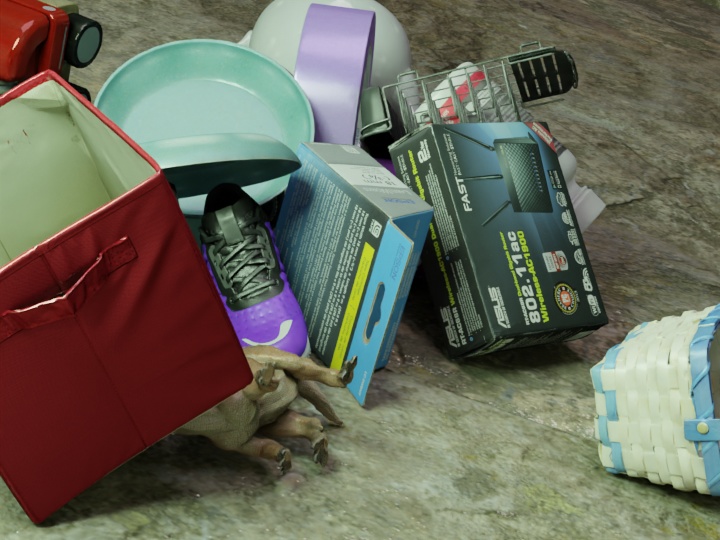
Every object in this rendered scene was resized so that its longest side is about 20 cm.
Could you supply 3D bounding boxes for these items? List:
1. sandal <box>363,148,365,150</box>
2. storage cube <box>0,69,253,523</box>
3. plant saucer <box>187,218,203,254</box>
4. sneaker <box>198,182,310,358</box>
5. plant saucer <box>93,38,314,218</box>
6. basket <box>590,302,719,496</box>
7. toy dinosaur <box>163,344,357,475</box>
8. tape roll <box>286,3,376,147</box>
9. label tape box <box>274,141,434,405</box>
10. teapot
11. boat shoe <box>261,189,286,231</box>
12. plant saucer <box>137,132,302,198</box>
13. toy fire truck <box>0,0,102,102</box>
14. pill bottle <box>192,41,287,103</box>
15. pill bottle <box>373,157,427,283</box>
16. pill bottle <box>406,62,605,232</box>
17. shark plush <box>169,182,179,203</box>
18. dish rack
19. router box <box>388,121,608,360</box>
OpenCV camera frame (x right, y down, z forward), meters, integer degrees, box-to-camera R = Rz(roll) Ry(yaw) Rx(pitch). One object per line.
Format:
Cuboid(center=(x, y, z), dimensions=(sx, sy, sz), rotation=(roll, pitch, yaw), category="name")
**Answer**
Cuboid(center=(0.083, -0.068, 1.643), dimensions=(0.201, 0.057, 0.080), rotation=(25, 36, -23), category="sandal")
Cuboid(center=(-0.199, 0.015, 1.009), dimensions=(0.171, 0.180, 0.200), rotation=(-33, 41, -15), category="storage cube")
Cuboid(center=(-0.212, -0.035, 1.393), dimensions=(0.200, 0.039, 0.201), rotation=(12, 21, -5), category="plant saucer")
Cuboid(center=(-0.094, -0.001, 1.259), dimensions=(0.069, 0.100, 0.200), rotation=(-17, 36, -5), category="sneaker")
Cuboid(center=(-0.141, -0.121, 1.441), dimensions=(0.199, 0.036, 0.201), rotation=(2, 57, -4), category="plant saucer")
Cuboid(center=(0.291, 0.095, 1.230), dimensions=(0.200, 0.140, 0.176), rotation=(-9, 9, 31), category="basket")
Cuboid(center=(-0.090, 0.084, 1.130), dimensions=(0.135, 0.086, 0.200), rotation=(14, 11, 31), category="toy dinosaur")
Cuboid(center=(-0.030, -0.157, 1.570), dimensions=(0.065, 0.201, 0.200), rotation=(8, 22, 1), category="tape roll")
Cuboid(center=(0.000, 0.000, 1.300), dimensions=(0.063, 0.145, 0.200), rotation=(3, 25, -32), category="label tape box")
Cuboid(center=(-0.044, -0.207, 1.777), dimensions=(0.197, 0.200, 0.146), rotation=(37, 50, -35), category="teapot")
Cuboid(center=(-0.146, -0.079, 1.499), dimensions=(0.200, 0.075, 0.062), rotation=(20, 23, 31), category="boat shoe")
Cuboid(center=(-0.147, -0.081, 1.282), dimensions=(0.199, 0.028, 0.200), rotation=(-8, -4, -1), category="plant saucer")
Cuboid(center=(-0.343, -0.153, 1.411), dimensions=(0.128, 0.177, 0.200), rotation=(22, 24, 18), category="toy fire truck")
Cuboid(center=(-0.129, -0.168, 1.599), dimensions=(0.112, 0.113, 0.200), rotation=(19, 3, 12), category="pill bottle")
Cuboid(center=(0.046, -0.044, 1.478), dimensions=(0.199, 0.113, 0.112), rotation=(3, 24, -26), category="pill bottle")
Cuboid(center=(0.143, -0.102, 1.588), dimensions=(0.200, 0.111, 0.111), rotation=(43, 26, 4), category="pill bottle")
Cuboid(center=(-0.165, 0.028, 1.237), dimensions=(0.083, 0.091, 0.200), rotation=(-12, 60, -8), category="shark plush")
Cuboid(center=(0.102, -0.148, 1.463), dimensions=(0.199, 0.055, 0.153), rotation=(-13, -12, 9), category="dish rack")
Cuboid(center=(0.121, -0.030, 1.401), dimensions=(0.150, 0.201, 0.062), rotation=(-7, -15, -41), category="router box")
